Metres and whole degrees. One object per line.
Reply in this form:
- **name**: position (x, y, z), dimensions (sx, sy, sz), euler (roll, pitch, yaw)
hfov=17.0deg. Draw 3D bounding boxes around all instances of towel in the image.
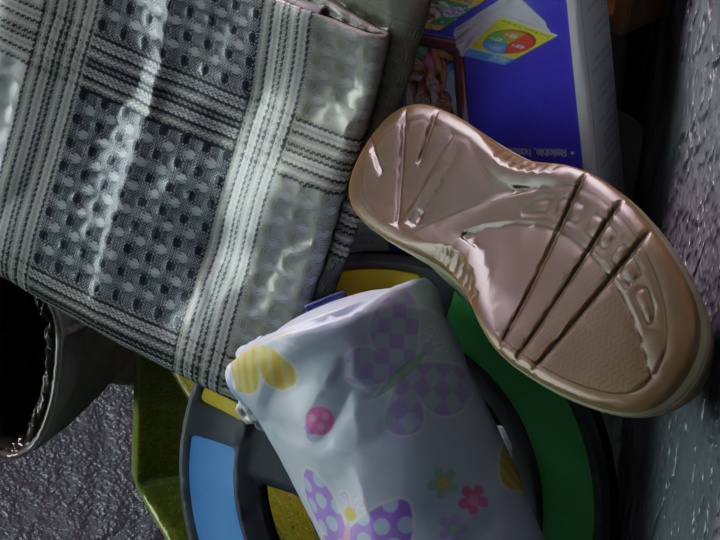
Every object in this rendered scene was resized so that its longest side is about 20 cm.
- **towel**: position (-0.081, -0.063, 0.998), dimensions (0.034, 0.192, 0.201), euler (-14, -52, -60)

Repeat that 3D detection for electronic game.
- **electronic game**: position (0.012, 0.092, 1.004), dimensions (0.042, 0.199, 0.201), euler (-14, -67, -64)

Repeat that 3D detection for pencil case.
- **pencil case**: position (0.023, 0.102, 0.933), dimensions (0.083, 0.090, 0.201), euler (138, 108, -83)

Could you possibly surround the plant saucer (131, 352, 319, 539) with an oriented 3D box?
- **plant saucer**: position (-0.043, 0.132, 1.172), dimensions (0.200, 0.048, 0.200), euler (57, 160, 22)

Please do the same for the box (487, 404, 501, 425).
- **box**: position (0.034, -0.028, 1.276), dimensions (0.106, 0.121, 0.201), euler (-94, 11, -86)

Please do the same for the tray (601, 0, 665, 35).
- **tray**: position (0.090, -0.206, 0.953), dimensions (0.037, 0.098, 0.201), euler (-27, -46, -46)

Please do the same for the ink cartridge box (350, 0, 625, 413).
- **ink cartridge box**: position (0.015, -0.046, 1.015), dimensions (0.043, 0.197, 0.201), euler (-37, -54, -55)

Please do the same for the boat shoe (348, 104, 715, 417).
- **boat shoe**: position (0.071, 0.000, 0.892), dimensions (0.072, 0.065, 0.200), euler (-55, 40, 2)

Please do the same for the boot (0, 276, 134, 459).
- **boot**: position (-0.139, -0.010, 1.178), dimensions (0.200, 0.072, 0.183), euler (-8, -87, -69)

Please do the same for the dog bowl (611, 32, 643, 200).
- **dog bowl**: position (0.086, -0.080, 1.097), dimensions (0.200, 0.058, 0.201), euler (-174, 90, -87)
